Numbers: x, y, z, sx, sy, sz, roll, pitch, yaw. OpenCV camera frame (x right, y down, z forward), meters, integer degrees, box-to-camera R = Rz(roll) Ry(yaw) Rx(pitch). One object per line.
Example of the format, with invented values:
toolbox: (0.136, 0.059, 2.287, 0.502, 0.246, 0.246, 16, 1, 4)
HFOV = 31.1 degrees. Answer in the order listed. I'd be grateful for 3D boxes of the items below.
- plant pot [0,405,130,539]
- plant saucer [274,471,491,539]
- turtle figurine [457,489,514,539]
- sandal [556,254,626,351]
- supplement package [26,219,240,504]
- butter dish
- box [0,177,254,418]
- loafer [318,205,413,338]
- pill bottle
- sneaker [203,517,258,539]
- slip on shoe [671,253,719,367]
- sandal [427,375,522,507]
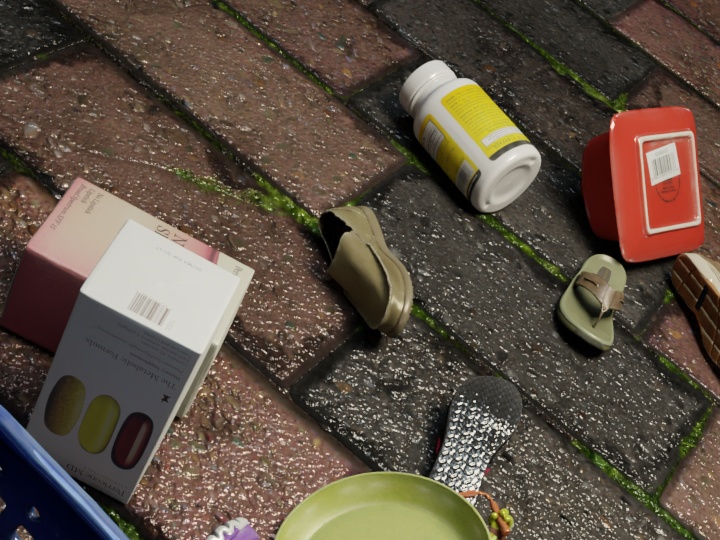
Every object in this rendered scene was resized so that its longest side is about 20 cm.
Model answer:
plant pot: (-0.287, 0.241, 0.885, 0.200, 0.181, 0.199, 42, 39, 15)
plant saucer: (0.019, 0.261, 1.144, 0.197, 0.031, 0.201, -3, 37, 3)
turtle figurine: (0.098, 0.301, 1.179, 0.160, 0.065, 0.199, 32, 47, 27)
sandal: (0.300, 0.028, 1.633, 0.079, 0.058, 0.202, 30, 37, -1)
supplement package: (-0.199, 0.081, 1.108, 0.113, 0.201, 0.110, 27, 36, -3)
butter dish: (0.369, -0.118, 1.788, 0.198, 0.147, 0.203, -10, 97, -40)
box: (-0.220, 0.025, 1.233, 0.198, 0.110, 0.128, 27, 37, -5)
loafer: (0.000, 0.000, 1.450, 0.067, 0.077, 0.201, 7, 34, -27)
pill bottle: (0.139, -0.183, 1.714, 0.110, 0.112, 0.201, -13, 56, -43)
sneaker: (-0.130, 0.286, 1.036, 0.088, 0.081, 0.200, 39, 42, -1)
slip on shoe: (0.478, 0.055, 1.704, 0.060, 0.077, 0.201, 5, 37, -21)
sandal: (0.109, 0.188, 1.341, 0.074, 0.045, 0.201, 28, 51, 5)
